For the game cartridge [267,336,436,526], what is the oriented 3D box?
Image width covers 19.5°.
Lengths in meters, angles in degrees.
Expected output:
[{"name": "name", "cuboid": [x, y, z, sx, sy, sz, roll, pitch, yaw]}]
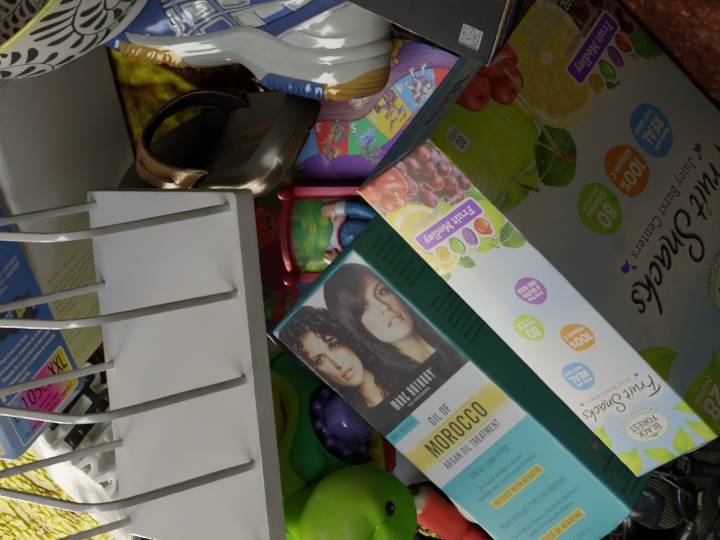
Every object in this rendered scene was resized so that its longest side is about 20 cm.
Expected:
[{"name": "game cartridge", "cuboid": [-0.035, 0.096, 1.337, 0.198, 0.041, 0.134, 6, 132, 28]}]

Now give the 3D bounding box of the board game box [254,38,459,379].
[{"name": "board game box", "cuboid": [0.006, -0.025, 1.140, 0.158, 0.039, 0.200, 45, 112, 7]}]

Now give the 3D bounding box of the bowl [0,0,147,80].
[{"name": "bowl", "cuboid": [-0.166, -0.177, 1.110, 0.199, 0.203, 0.094, -7, 156, 36]}]

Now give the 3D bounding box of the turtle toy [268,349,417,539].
[{"name": "turtle toy", "cuboid": [-0.027, 0.118, 1.212, 0.100, 0.200, 0.147, -10, 115, -5]}]

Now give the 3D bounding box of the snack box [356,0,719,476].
[{"name": "snack box", "cuboid": [0.120, -0.030, 1.033, 0.200, 0.169, 0.068, 45, 139, -11]}]

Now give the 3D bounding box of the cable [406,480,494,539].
[{"name": "cable", "cuboid": [0.096, 0.174, 1.281, 0.097, 0.050, 0.200, -39, 107, 18]}]

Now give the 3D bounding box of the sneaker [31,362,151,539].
[{"name": "sneaker", "cuboid": [-0.166, 0.143, 1.443, 0.200, 0.075, 0.081, 52, 148, -13]}]

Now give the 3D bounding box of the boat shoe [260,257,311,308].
[{"name": "boat shoe", "cuboid": [0.000, 0.000, 1.210, 0.198, 0.072, 0.063, 13, 89, 8]}]

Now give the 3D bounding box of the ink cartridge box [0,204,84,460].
[{"name": "ink cartridge box", "cuboid": [-0.262, 0.005, 1.197, 0.135, 0.076, 0.201, 1, 125, 32]}]

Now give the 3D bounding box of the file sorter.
[{"name": "file sorter", "cuboid": [-0.136, 0.063, 1.130, 0.138, 0.124, 0.202, 3, 100, 48]}]

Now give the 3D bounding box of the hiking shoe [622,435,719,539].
[{"name": "hiking shoe", "cuboid": [0.173, 0.090, 1.151, 0.075, 0.101, 0.201, 9, 131, 23]}]

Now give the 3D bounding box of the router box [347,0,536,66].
[{"name": "router box", "cuboid": [0.008, -0.194, 0.973, 0.199, 0.158, 0.052, 27, 136, 11]}]

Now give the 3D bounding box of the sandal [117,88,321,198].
[{"name": "sandal", "cuboid": [-0.093, -0.067, 1.175, 0.054, 0.082, 0.199, 31, 160, -23]}]

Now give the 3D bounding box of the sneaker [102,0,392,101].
[{"name": "sneaker", "cuboid": [-0.067, -0.152, 1.133, 0.198, 0.075, 0.089, 13, 110, 26]}]

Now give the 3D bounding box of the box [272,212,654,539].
[{"name": "box", "cuboid": [0.055, 0.067, 1.109, 0.200, 0.049, 0.082, 43, 129, -3]}]

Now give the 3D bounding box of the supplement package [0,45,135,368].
[{"name": "supplement package", "cuboid": [-0.215, -0.055, 1.257, 0.119, 0.121, 0.201, 10, 130, 26]}]
